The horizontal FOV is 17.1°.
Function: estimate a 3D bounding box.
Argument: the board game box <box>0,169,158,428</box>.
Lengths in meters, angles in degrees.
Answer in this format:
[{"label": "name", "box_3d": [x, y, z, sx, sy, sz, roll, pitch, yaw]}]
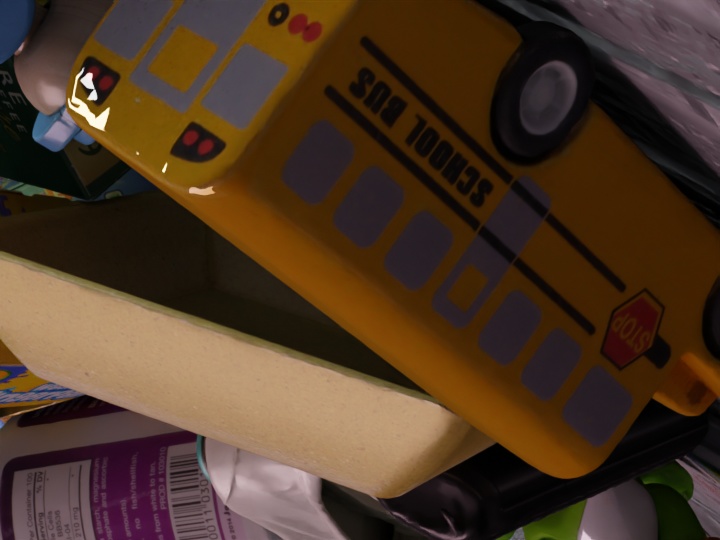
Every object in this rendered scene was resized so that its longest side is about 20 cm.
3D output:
[{"label": "board game box", "box_3d": [-0.108, 0.032, 1.079, 0.200, 0.151, 0.037, 54, -152, -29]}]

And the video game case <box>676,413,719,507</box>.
[{"label": "video game case", "box_3d": [0.201, 0.113, 1.101, 0.200, 0.022, 0.182, 39, 175, -40]}]

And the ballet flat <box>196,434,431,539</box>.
[{"label": "ballet flat", "box_3d": [0.013, 0.095, 0.947, 0.069, 0.069, 0.200, 32, 178, 39]}]

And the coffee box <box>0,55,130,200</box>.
[{"label": "coffee box", "box_3d": [-0.166, -0.098, 0.942, 0.200, 0.044, 0.123, 14, 137, 53]}]

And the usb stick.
[{"label": "usb stick", "box_3d": [0.075, 0.070, 0.934, 0.055, 0.033, 0.200, 18, -164, 29]}]

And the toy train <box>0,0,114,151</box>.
[{"label": "toy train", "box_3d": [-0.130, -0.104, 0.775, 0.116, 0.085, 0.200, 32, -170, -17]}]

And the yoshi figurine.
[{"label": "yoshi figurine", "box_3d": [0.085, 0.107, 1.071, 0.112, 0.112, 0.200, 14, -149, -51]}]

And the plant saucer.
[{"label": "plant saucer", "box_3d": [-0.021, 0.025, 0.859, 0.200, 0.049, 0.200, 18, -166, 20]}]

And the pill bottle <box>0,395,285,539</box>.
[{"label": "pill bottle", "box_3d": [-0.094, 0.103, 1.030, 0.200, 0.112, 0.112, -11, 150, 30]}]

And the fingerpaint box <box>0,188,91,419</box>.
[{"label": "fingerpaint box", "box_3d": [-0.182, 0.026, 0.939, 0.200, 0.167, 0.073, 6, -111, -69]}]

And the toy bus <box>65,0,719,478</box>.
[{"label": "toy bus", "box_3d": [0.027, -0.013, 0.558, 0.065, 0.078, 0.200, 32, 175, 42]}]
